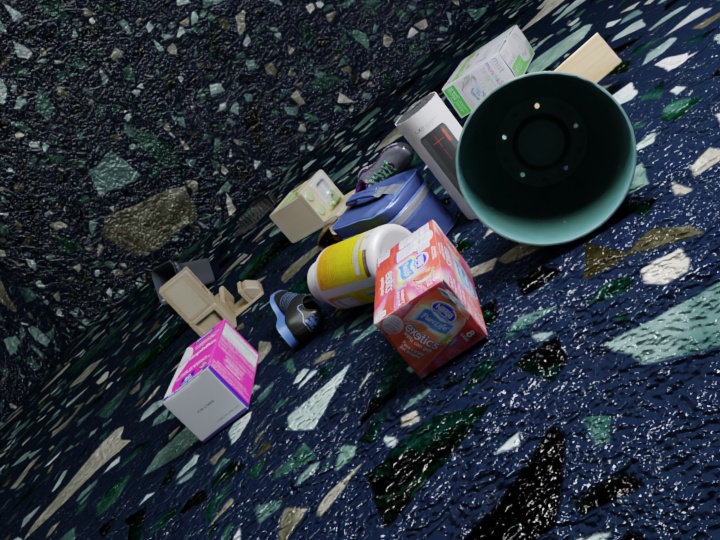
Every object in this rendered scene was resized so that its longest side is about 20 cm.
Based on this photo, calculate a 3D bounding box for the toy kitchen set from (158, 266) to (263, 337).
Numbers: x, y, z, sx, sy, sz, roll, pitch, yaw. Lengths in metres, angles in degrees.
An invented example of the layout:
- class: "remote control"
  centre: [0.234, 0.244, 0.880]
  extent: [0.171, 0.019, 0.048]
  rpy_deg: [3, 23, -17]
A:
- class: "toy kitchen set"
  centre: [-0.350, 0.037, 1.590]
  extent: [0.163, 0.181, 0.200]
  rpy_deg: [-39, 21, 1]

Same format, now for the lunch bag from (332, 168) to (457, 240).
- class: "lunch bag"
  centre: [0.047, -0.089, 1.151]
  extent: [0.136, 0.132, 0.200]
  rpy_deg: [-49, 20, -28]

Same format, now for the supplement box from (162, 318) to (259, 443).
- class: "supplement box"
  centre: [-0.251, 0.184, 1.152]
  extent: [0.101, 0.103, 0.200]
  rpy_deg: [-38, 15, 9]

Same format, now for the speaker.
- class: "speaker"
  centre: [0.144, -0.180, 1.056]
  extent: [0.081, 0.200, 0.081]
  rpy_deg: [-36, 17, 13]

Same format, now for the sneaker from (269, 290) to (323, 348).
- class: "sneaker"
  centre: [-0.111, 0.073, 1.203]
  extent: [0.078, 0.070, 0.200]
  rpy_deg: [-35, 23, 0]

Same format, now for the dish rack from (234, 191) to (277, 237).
- class: "dish rack"
  centre: [-0.413, -0.209, 2.560]
  extent: [0.153, 0.055, 0.200]
  rpy_deg: [-19, 27, 51]

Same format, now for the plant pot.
- class: "plant pot"
  centre: [0.228, -0.148, 0.835]
  extent: [0.200, 0.201, 0.161]
  rpy_deg: [-33, 7, 22]

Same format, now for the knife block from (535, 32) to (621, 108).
- class: "knife block"
  centre: [0.319, -0.287, 1.127]
  extent: [0.176, 0.064, 0.200]
  rpy_deg: [-42, 1, -27]

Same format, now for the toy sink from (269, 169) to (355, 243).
- class: "toy sink"
  centre: [-0.126, -0.181, 1.783]
  extent: [0.200, 0.112, 0.130]
  rpy_deg: [-24, 23, 41]

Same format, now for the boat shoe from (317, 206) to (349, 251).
- class: "boat shoe"
  centre: [-0.027, -0.087, 1.420]
  extent: [0.200, 0.076, 0.072]
  rpy_deg: [-32, 20, 54]

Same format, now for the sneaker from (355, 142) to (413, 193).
- class: "sneaker"
  centre: [0.056, -0.233, 1.630]
  extent: [0.200, 0.074, 0.088]
  rpy_deg: [-34, 29, 51]

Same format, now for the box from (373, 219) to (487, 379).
- class: "box"
  centre: [0.084, 0.029, 0.839]
  extent: [0.100, 0.096, 0.200]
  rpy_deg: [-35, 18, 16]

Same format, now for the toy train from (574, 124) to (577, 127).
- class: "toy train"
  centre: [0.329, -0.228, 1.072]
  extent: [0.200, 0.034, 0.046]
  rpy_deg: [-46, 14, -21]

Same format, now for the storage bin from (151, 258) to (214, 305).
- class: "storage bin"
  centre: [-0.569, 0.035, 2.174]
  extent: [0.134, 0.146, 0.200]
  rpy_deg: [-18, 1, -37]

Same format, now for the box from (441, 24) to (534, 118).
- class: "box"
  centre: [0.320, -0.499, 1.665]
  extent: [0.176, 0.097, 0.200]
  rpy_deg: [-25, 22, 39]

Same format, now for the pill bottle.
- class: "pill bottle"
  centre: [0.000, 0.000, 1.066]
  extent: [0.200, 0.109, 0.109]
  rpy_deg: [-18, 28, 51]
